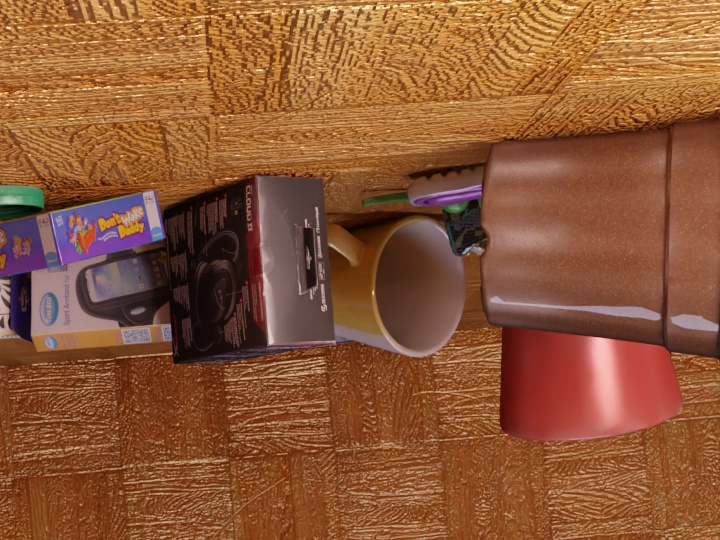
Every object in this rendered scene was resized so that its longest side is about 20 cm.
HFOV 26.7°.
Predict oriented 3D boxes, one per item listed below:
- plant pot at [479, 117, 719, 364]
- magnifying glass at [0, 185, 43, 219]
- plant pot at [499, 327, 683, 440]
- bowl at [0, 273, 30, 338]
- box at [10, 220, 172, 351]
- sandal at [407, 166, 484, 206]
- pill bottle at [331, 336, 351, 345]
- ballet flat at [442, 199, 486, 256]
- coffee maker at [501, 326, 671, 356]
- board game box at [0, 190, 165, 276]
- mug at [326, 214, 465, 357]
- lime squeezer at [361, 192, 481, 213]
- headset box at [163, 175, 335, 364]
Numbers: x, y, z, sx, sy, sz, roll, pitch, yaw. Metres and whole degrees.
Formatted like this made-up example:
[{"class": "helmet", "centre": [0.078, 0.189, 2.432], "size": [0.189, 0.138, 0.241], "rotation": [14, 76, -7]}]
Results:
[{"class": "plant pot", "centre": [0.201, -0.028, 1.227], "size": [0.195, 0.203, 0.200], "rotation": [2, 175, 12]}, {"class": "magnifying glass", "centre": [-0.367, -0.053, 1.277], "size": [0.197, 0.023, 0.080], "rotation": [-6, 174, -7]}, {"class": "plant pot", "centre": [0.235, 0.071, 1.619], "size": [0.198, 0.180, 0.200], "rotation": [-8, -172, 1]}, {"class": "bowl", "centre": [-0.392, 0.024, 1.574], "size": [0.198, 0.096, 0.201], "rotation": [-2, 178, 0]}, {"class": "box", "centre": [-0.247, 0.014, 1.497], "size": [0.197, 0.120, 0.042], "rotation": [-4, 150, -6]}, {"class": "sandal", "centre": [0.143, -0.070, 1.375], "size": [0.200, 0.051, 0.082], "rotation": [-7, 174, 18]}, {"class": "pill bottle", "centre": [-0.019, 0.035, 1.916], "size": [0.199, 0.113, 0.110], "rotation": [-11, 171, 44]}, {"class": "ballet flat", "centre": [0.173, -0.041, 1.578], "size": [0.198, 0.075, 0.074], "rotation": [-2, 173, -25]}, {"class": "coffee maker", "centre": [0.259, 0.034, 1.750], "size": [0.197, 0.195, 0.135], "rotation": [-5, 174, 5]}, {"class": "board game box", "centre": [-0.291, -0.025, 1.339], "size": [0.198, 0.045, 0.134], "rotation": [-9, -175, 34]}, {"class": "mug", "centre": [0.007, 0.000, 1.674], "size": [0.152, 0.188, 0.149], "rotation": [1, -147, 46]}, {"class": "lime squeezer", "centre": [0.100, -0.050, 1.477], "size": [0.198, 0.071, 0.038], "rotation": [27, -175, -10]}, {"class": "headset box", "centre": [-0.099, 0.002, 1.378], "size": [0.076, 0.151, 0.199], "rotation": [0, 172, -36]}]
